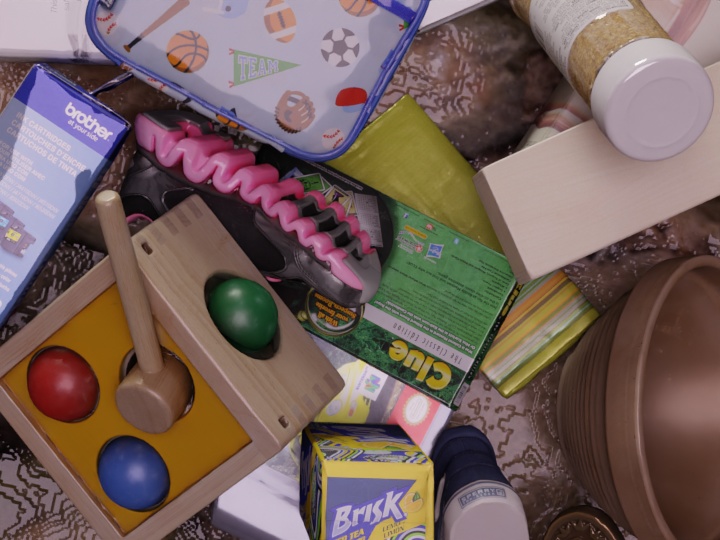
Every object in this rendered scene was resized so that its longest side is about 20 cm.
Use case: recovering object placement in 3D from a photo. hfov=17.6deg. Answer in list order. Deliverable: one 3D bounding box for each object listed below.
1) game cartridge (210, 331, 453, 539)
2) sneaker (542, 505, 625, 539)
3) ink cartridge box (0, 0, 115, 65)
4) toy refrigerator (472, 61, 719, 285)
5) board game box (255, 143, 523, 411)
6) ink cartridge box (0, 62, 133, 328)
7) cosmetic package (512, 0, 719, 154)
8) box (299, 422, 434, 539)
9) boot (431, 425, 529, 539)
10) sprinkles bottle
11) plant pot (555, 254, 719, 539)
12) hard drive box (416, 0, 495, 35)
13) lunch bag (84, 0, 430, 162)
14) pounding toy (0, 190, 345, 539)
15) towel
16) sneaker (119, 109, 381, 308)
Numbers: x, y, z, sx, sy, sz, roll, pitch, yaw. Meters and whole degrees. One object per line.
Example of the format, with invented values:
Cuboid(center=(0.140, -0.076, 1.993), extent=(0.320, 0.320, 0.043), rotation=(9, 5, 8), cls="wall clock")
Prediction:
Cuboid(center=(-0.015, 0.100, 1.555), extent=(0.133, 0.041, 0.201), rotation=(26, 91, -1), cls="game cartridge")
Cuboid(center=(0.172, 0.243, 1.552), extent=(0.067, 0.090, 0.201), rotation=(-16, 98, 18), cls="sneaker")
Cuboid(center=(-0.166, -0.206, 1.502), extent=(0.199, 0.085, 0.146), rotation=(2, 93, -6), cls="ink cartridge box")
Cuboid(center=(0.176, -0.066, 1.444), extent=(0.199, 0.070, 0.076), rotation=(-25, 89, -5), cls="toy refrigerator")
Cuboid(center=(0.000, 0.000, 1.515), extent=(0.199, 0.023, 0.105), rotation=(28, 85, 19), cls="board game box")
Cuboid(center=(-0.211, -0.056, 1.479), extent=(0.076, 0.136, 0.200), rotation=(32, 90, -6), cls="ink cartridge box")
Cuboid(center=(0.189, -0.131, 1.525), extent=(0.087, 0.103, 0.200), rotation=(33, 88, -6), cls="cosmetic package")
Cuboid(center=(0.001, 0.136, 1.440), extent=(0.070, 0.200, 0.065), rotation=(2, 92, -5), cls="box")
Cuboid(center=(0.082, 0.204, 1.553), extent=(0.072, 0.090, 0.201), rotation=(-5, 122, -7), cls="boot")
Cuboid(center=(0.147, -0.139, 1.409), extent=(0.068, 0.200, 0.069), rotation=(-7, 121, -12), cls="sprinkles bottle")
Cuboid(center=(0.192, 0.092, 1.521), extent=(0.092, 0.200, 0.202), rotation=(-3, 94, 37), cls="plant pot")
Cuboid(center=(0.064, -0.274, 1.520), extent=(0.155, 0.077, 0.201), rotation=(-23, 94, -3), cls="hard drive box")
Cuboid(center=(-0.065, -0.172, 1.427), extent=(0.199, 0.076, 0.161), rotation=(29, 99, -9), cls="lunch bag")
Cuboid(center=(-0.128, 0.053, 1.434), extent=(0.200, 0.142, 0.184), rotation=(-37, 92, 32), cls="pounding toy")
Cuboid(center=(0.064, -0.016, 1.542), extent=(0.086, 0.018, 0.200), rotation=(-39, 80, -7), cls="towel")
Cuboid(center=(-0.077, -0.021, 1.501), extent=(0.200, 0.079, 0.096), rotation=(34, 107, 21), cls="sneaker")
